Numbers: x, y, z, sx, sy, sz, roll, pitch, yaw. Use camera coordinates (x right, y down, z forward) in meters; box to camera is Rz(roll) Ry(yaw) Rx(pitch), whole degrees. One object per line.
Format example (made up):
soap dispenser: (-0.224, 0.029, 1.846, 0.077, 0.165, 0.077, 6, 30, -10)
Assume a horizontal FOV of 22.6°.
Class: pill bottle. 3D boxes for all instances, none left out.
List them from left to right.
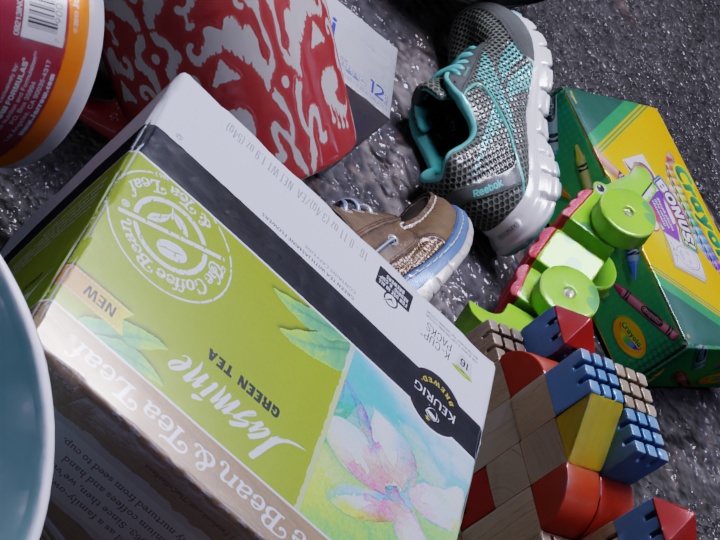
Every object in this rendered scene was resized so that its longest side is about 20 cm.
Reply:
pill bottle: (-0.214, -0.113, 0.746, 0.199, 0.113, 0.114, 11, 50, -46)

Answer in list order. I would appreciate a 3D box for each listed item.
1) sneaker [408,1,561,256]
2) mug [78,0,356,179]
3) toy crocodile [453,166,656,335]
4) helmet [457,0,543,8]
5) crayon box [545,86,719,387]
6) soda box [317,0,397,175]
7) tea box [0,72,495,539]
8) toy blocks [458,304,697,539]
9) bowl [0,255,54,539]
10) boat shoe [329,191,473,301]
sneaker: (0.071, -0.107, 1.141, 0.091, 0.078, 0.201, 25, 40, -29)
mug: (-0.097, -0.140, 0.889, 0.133, 0.176, 0.202, -45, 123, -57)
toy crocodile: (0.121, -0.001, 1.079, 0.062, 0.068, 0.200, 37, 50, 6)
helmet: (0.090, -0.278, 1.216, 0.189, 0.200, 0.201, -22, 74, -22)
crayon box: (0.189, -0.020, 1.215, 0.118, 0.058, 0.202, 5, 55, -49)
soda box: (-0.072, -0.144, 1.000, 0.199, 0.063, 0.069, 36, 37, -24)
tea box: (-0.067, 0.066, 0.741, 0.200, 0.133, 0.197, 42, 34, -16)
toy blocks: (0.092, 0.096, 0.910, 0.099, 0.136, 0.202, 21, 43, -38)
bowl: (-0.209, 0.056, 0.572, 0.199, 0.105, 0.203, 16, 63, -34)
boat shoe: (0.000, 0.000, 0.946, 0.072, 0.072, 0.200, 47, 33, -6)
